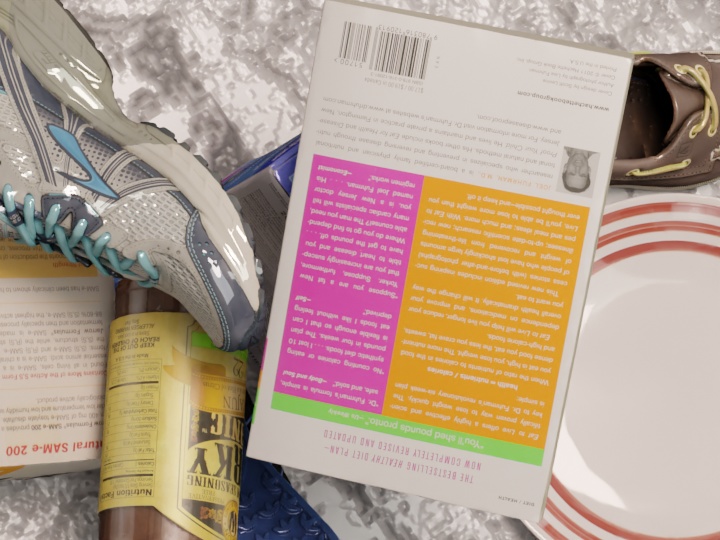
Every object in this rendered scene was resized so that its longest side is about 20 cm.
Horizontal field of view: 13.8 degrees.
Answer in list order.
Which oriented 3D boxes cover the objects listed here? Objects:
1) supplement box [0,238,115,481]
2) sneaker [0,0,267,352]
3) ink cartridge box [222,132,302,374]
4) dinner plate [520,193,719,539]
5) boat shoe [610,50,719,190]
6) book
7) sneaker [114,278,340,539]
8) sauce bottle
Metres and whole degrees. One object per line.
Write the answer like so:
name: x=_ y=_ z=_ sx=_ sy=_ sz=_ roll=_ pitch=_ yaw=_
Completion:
supplement box: x=-0.183 y=-0.004 z=1.348 sx=0.126 sy=0.073 sz=0.200 roll=0 pitch=81 yaw=-40
sneaker: x=-0.122 y=-0.029 z=1.284 sx=0.086 sy=0.078 sz=0.200 roll=-36 pitch=72 yaw=-23
ink cartridge box: x=0.000 y=0.000 z=1.364 sx=0.076 sy=0.200 sz=0.136 roll=-38 pitch=96 yaw=-21
dinner plate: x=0.156 y=0.061 z=1.479 sx=0.200 sy=0.024 sz=0.200 roll=-1 pitch=81 yaw=4
boat shoe: x=0.145 y=-0.078 z=1.505 sx=0.200 sy=0.060 sz=0.072 roll=-7 pitch=84 yaw=-21
book: x=0.032 y=-0.006 z=1.261 sx=0.133 sy=0.048 sz=0.200 roll=12 pitch=100 yaw=5
sneaker: x=-0.072 y=0.096 z=1.400 sx=0.070 sy=0.078 sz=0.200 roll=-24 pitch=69 yaw=-19
sauce bottle: x=-0.085 y=0.103 z=1.319 sx=0.065 sy=0.065 sz=0.200 roll=7 pitch=76 yaw=-19
